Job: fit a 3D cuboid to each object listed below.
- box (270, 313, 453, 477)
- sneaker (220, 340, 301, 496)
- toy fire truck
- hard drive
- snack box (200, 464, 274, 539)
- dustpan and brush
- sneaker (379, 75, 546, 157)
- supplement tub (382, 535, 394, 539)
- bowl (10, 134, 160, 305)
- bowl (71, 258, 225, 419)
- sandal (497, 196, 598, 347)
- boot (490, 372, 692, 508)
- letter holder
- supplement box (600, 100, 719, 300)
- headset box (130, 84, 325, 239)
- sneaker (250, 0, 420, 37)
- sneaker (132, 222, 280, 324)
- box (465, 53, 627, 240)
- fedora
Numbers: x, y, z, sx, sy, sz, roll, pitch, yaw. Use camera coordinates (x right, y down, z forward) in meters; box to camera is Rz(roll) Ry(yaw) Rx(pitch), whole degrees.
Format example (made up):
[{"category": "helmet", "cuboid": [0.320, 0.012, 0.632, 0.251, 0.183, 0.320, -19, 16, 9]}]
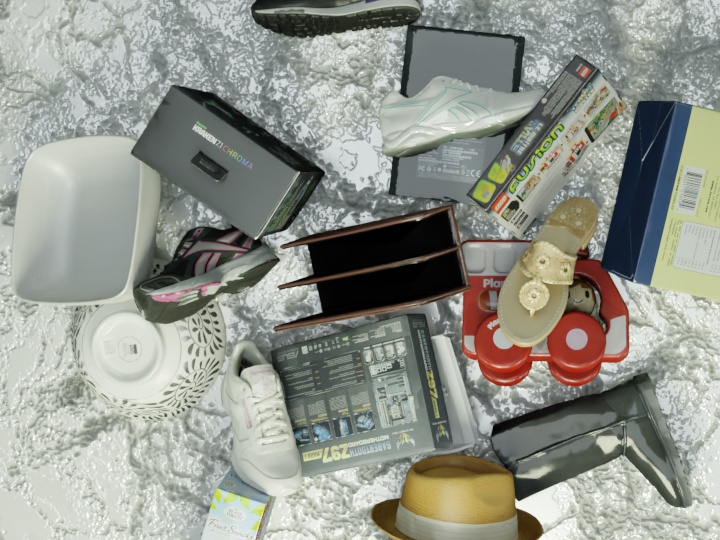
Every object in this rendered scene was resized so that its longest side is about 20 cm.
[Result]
[{"category": "box", "cuboid": [-0.001, 0.148, 1.541, 0.199, 0.051, 0.159, -17, 80, 31]}, {"category": "sneaker", "cuboid": [-0.120, 0.170, 1.533, 0.074, 0.100, 0.201, -10, 49, -21]}, {"category": "toy fire truck", "cuboid": [0.210, 0.042, 1.530, 0.198, 0.112, 0.169, -1, 75, 8]}, {"category": "hard drive", "cuboid": [0.113, -0.181, 1.553, 0.139, 0.033, 0.202, 7, 96, 6]}, {"category": "snack box", "cuboid": [-0.155, 0.336, 1.561, 0.067, 0.169, 0.201, 18, 96, 2]}, {"category": "dustpan and brush", "cuboid": [0.029, 0.162, 1.576, 0.199, 0.057, 0.141, -14, 95, 38]}, {"category": "sneaker", "cuboid": [0.115, -0.188, 1.502, 0.199, 0.070, 0.081, -11, 82, 5]}, {"category": "supplement tub", "cuboid": [0.060, 0.384, 1.522, 0.131, 0.200, 0.133, 0, 94, 7]}, {"category": "bowl", "cuboid": [-0.316, -0.055, 1.563, 0.199, 0.075, 0.202, -1, 81, 31]}, {"category": "bowl", "cuboid": [-0.269, 0.088, 1.593, 0.199, 0.094, 0.202, 0, 94, 7]}, {"category": "sandal", "cuboid": [0.209, -0.018, 1.479, 0.077, 0.070, 0.212, 18, 56, 22]}, {"category": "boot", "cuboid": [0.270, 0.229, 1.550, 0.199, 0.066, 0.166, -21, 84, 5]}, {"category": "letter holder", "cuboid": [0.000, 0.000, 1.496, 0.199, 0.142, 0.101, -11, 94, 30]}, {"category": "supplement box", "cuboid": [0.397, -0.070, 1.457, 0.198, 0.134, 0.201, 12, 96, -7]}, {"category": "headset box", "cuboid": [-0.147, -0.123, 1.507, 0.174, 0.200, 0.093, 35, 98, 2]}, {"category": "sneaker", "cuboid": [-0.030, -0.329, 1.550, 0.198, 0.076, 0.088, -4, 80, 4]}, {"category": "sneaker", "cuboid": [-0.194, -0.004, 1.547, 0.087, 0.199, 0.080, 54, 130, 13]}, {"category": "box", "cuboid": [0.214, -0.137, 1.501, 0.035, 0.110, 0.200, 41, 95, 33]}, {"category": "fedora", "cuboid": [0.112, 0.262, 1.510, 0.199, 0.201, 0.082, 6, 99, 7]}]
